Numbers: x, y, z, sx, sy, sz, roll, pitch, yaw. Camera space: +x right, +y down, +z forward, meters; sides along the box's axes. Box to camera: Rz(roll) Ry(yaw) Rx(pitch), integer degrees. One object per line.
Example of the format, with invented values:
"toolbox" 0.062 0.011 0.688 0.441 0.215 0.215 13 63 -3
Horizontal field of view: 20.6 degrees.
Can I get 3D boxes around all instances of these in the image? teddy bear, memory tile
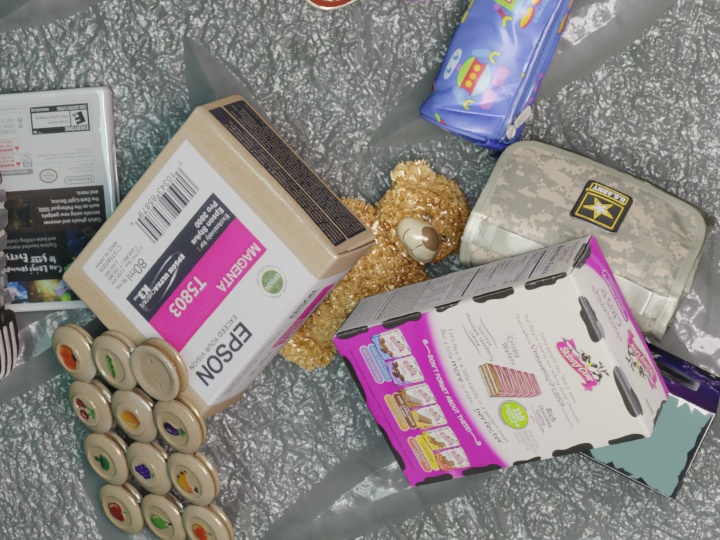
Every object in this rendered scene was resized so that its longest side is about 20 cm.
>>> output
"teddy bear" 0.000 0.000 1.578 0.199 0.067 0.146 -17 95 15
"memory tile" -0.176 0.138 1.595 0.153 0.017 0.201 9 122 39

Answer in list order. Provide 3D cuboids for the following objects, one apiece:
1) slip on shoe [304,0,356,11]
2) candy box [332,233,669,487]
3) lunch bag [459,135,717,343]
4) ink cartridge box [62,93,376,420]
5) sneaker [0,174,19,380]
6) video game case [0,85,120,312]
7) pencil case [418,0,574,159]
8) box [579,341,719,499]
"slip on shoe" 0.022 -0.282 1.542 0.200 0.061 0.074 -42 89 15
"candy box" 0.098 0.067 1.400 0.199 0.061 0.137 -15 113 32
"lunch bag" 0.170 -0.021 1.471 0.163 0.200 0.118 24 102 9
"ink cartridge box" -0.113 -0.009 1.551 0.165 0.075 0.200 46 116 9
"sneaker" -0.350 -0.006 1.627 0.115 0.075 0.201 -2 98 14
"video game case" -0.297 -0.056 1.658 0.199 0.023 0.183 -3 96 12
"pencil case" 0.119 -0.186 1.522 0.087 0.078 0.201 33 105 36
"box" 0.169 0.083 1.515 0.199 0.141 0.079 26 100 7
